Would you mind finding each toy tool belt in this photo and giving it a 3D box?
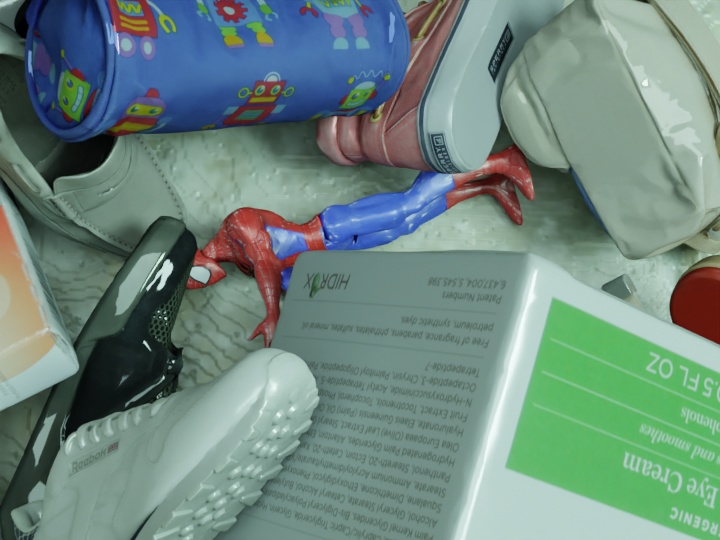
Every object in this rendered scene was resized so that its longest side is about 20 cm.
[{"bbox_3d":[0.173,-0.062,0.851,0.123,0.125,0.201,-27,87,-53],"label":"toy tool belt"}]

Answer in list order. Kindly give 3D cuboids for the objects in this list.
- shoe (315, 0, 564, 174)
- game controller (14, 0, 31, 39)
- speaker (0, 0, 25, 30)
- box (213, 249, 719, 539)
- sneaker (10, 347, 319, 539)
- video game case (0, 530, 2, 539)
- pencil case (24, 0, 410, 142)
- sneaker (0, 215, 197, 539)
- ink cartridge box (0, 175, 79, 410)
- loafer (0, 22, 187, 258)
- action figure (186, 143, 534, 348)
[{"bbox_3d":[0.047,-0.134,0.876,0.091,0.072,0.201,3,50,31],"label":"shoe"},{"bbox_3d":[-0.084,-0.135,0.835,0.199,0.105,0.042,-21,52,-11],"label":"game controller"},{"bbox_3d":[-0.189,-0.147,0.854,0.199,0.081,0.082,-24,82,-9],"label":"speaker"},{"bbox_3d":[0.071,0.101,0.738,0.198,0.200,0.172,23,79,-30],"label":"box"},{"bbox_3d":[-0.097,0.092,0.715,0.200,0.076,0.081,-47,68,30],"label":"sneaker"},{"bbox_3d":[-0.276,0.152,0.786,0.199,0.023,0.183,-15,71,5],"label":"video game case"},{"bbox_3d":[-0.069,-0.109,0.750,0.199,0.078,0.087,-10,60,-44],"label":"pencil case"},{"bbox_3d":[-0.106,0.077,0.818,0.114,0.076,0.200,22,89,-5],"label":"sneaker"},{"bbox_3d":[-0.260,0.024,0.794,0.199,0.050,0.163,-25,55,-7],"label":"ink cartridge box"},{"bbox_3d":[-0.146,-0.059,0.791,0.070,0.200,0.070,20,77,38],"label":"loafer"},{"bbox_3d":[0.000,0.000,0.850,0.199,0.065,0.099,-11,72,-7],"label":"action figure"}]
